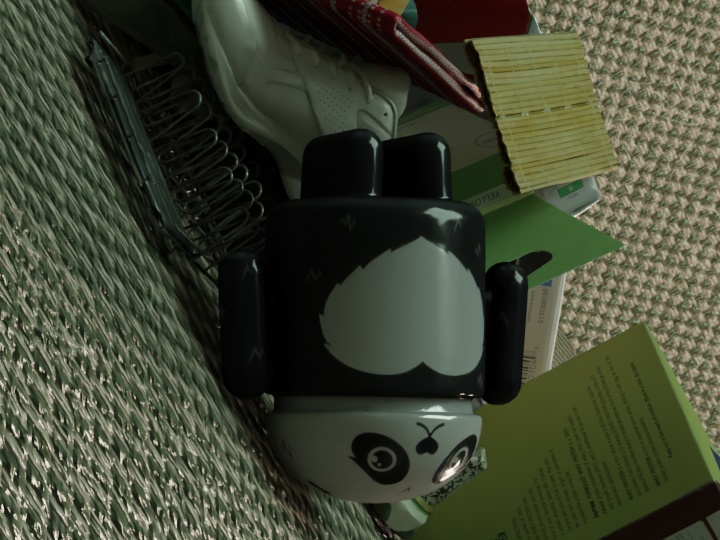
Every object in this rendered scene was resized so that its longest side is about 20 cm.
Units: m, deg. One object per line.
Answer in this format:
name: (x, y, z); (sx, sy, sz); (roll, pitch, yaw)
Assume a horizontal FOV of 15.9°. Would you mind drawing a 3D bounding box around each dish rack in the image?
dish rack: (-0.087, -0.052, 1.471); (0.154, 0.054, 0.200); (65, 8, 28)

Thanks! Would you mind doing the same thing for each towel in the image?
towel: (-0.028, -0.159, 1.524); (0.200, 0.023, 0.145); (28, -3, 30)

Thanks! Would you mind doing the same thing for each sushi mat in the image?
sushi mat: (0.113, -0.100, 1.590); (0.200, 0.012, 0.096); (-15, 90, -66)

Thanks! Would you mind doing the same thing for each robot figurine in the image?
robot figurine: (0.009, 0.026, 1.402); (0.125, 0.150, 0.201); (14, 77, -76)

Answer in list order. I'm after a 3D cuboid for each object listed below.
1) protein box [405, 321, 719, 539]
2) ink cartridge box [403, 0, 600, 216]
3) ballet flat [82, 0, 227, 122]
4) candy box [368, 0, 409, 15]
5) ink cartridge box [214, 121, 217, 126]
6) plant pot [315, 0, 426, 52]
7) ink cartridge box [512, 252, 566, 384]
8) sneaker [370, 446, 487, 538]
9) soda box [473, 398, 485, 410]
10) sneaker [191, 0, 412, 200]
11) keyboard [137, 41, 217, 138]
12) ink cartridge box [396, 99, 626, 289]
protein box: (0.145, 0.175, 1.674); (0.135, 0.199, 0.199); (58, 8, -28)
ink cartridge box: (0.071, -0.131, 1.711); (0.161, 0.050, 0.201); (8, -56, 63)
ballet flat: (-0.104, -0.133, 1.582); (0.200, 0.064, 0.068); (46, 22, -39)
candy box: (-0.038, -0.219, 1.614); (0.116, 0.057, 0.200); (29, 5, -21)
ink cartridge box: (-0.078, -0.130, 1.733); (0.120, 0.042, 0.200); (62, 6, -4)
plant pot: (0.025, -0.134, 1.884); (0.201, 0.200, 0.188); (60, -1, -15)
ink cartridge box: (0.120, -0.013, 1.888); (0.200, 0.043, 0.199); (-89, -175, -64)
sneaker: (0.014, 0.062, 1.617); (0.201, 0.088, 0.077); (61, 7, -4)
soda box: (0.033, 0.060, 1.861); (0.200, 0.064, 0.068); (56, 9, -38)
sneaker: (-0.024, -0.106, 1.503); (0.200, 0.099, 0.078); (55, 11, -34)
keyboard: (-0.108, -0.109, 1.678); (0.201, 0.021, 0.127); (61, 8, -15)
ink cartridge box: (0.049, -0.039, 1.611); (0.200, 0.145, 0.048); (29, -44, 54)
